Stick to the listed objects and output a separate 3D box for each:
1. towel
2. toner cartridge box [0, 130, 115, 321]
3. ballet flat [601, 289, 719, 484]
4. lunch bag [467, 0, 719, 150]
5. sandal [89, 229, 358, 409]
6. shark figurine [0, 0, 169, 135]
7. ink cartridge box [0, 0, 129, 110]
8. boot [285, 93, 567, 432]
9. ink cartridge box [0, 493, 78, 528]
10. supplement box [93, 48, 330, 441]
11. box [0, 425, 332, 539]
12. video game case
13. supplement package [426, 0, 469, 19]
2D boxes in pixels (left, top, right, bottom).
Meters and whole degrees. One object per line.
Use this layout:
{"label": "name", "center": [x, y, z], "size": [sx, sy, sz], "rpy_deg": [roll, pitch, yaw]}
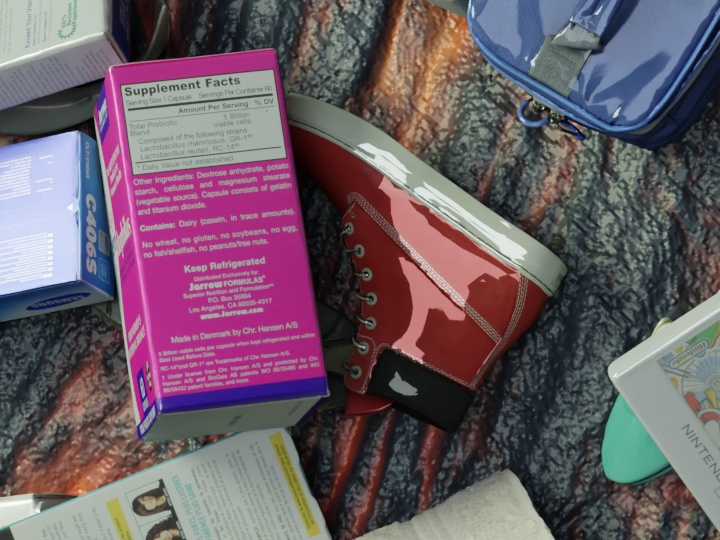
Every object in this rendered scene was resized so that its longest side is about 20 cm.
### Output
{"label": "towel", "center": [0.055, 0.192, 1.513], "size": [0.132, 0.200, 0.035], "rpy_deg": [-24, 123, -4]}
{"label": "toner cartridge box", "center": [-0.242, -0.015, 1.628], "size": [0.199, 0.043, 0.096], "rpy_deg": [-10, 70, 23]}
{"label": "ballet flat", "center": [0.203, 0.038, 1.538], "size": [0.200, 0.070, 0.067], "rpy_deg": [-38, 40, 8]}
{"label": "lunch bag", "center": [0.150, -0.164, 1.538], "size": [0.135, 0.132, 0.201], "rpy_deg": [32, 94, 15]}
{"label": "sandal", "center": [-0.090, 0.022, 1.631], "size": [0.200, 0.057, 0.080], "rpy_deg": [33, 84, 0]}
{"label": "shark figurine", "center": [-0.214, -0.114, 1.658], "size": [0.213, 0.089, 0.129], "rpy_deg": [7, 89, 17]}
{"label": "ink cartridge box", "center": [-0.233, -0.172, 1.638], "size": [0.199, 0.043, 0.197], "rpy_deg": [-16, 48, 14]}
{"label": "boot", "center": [0.000, 0.000, 1.591], "size": [0.200, 0.072, 0.145], "rpy_deg": [36, 88, 12]}
{"label": "ink cartridge box", "center": [-0.262, 0.220, 1.646], "size": [0.199, 0.083, 0.148], "rpy_deg": [-9, 83, 14]}
{"label": "supplement box", "center": [-0.086, -0.013, 1.553], "size": [0.103, 0.101, 0.201], "rpy_deg": [-6, 78, -12]}
{"label": "box", "center": [-0.123, 0.159, 1.579], "size": [0.199, 0.049, 0.083], "rpy_deg": [-21, 85, -19]}
{"label": "video game case", "center": [0.267, 0.071, 1.505], "size": [0.199, 0.023, 0.182], "rpy_deg": [-34, 107, 10]}
{"label": "supplement package", "center": [0.060, -0.257, 1.578], "size": [0.109, 0.114, 0.201], "rpy_deg": [25, 94, 16]}
